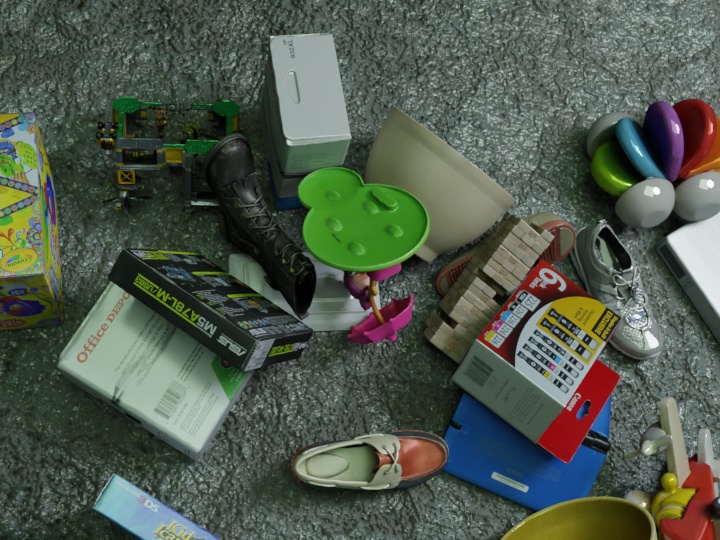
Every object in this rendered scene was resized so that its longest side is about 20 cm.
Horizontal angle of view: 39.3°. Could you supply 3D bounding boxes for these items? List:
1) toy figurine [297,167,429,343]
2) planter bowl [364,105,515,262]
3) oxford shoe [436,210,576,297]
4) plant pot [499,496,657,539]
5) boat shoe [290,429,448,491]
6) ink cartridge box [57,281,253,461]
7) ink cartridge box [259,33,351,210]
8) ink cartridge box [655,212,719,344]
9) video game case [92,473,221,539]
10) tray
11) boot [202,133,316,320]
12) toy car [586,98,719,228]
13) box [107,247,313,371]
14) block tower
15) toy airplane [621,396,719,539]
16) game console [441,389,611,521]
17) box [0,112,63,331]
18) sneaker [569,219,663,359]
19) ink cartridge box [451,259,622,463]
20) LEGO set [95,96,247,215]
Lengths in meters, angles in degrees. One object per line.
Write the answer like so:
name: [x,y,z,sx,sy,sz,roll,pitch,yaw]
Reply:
toy figurine: [0.000,0.000,1.235,0.149,0.186,0.200,-26,46,-20]
planter bowl: [0.082,-0.097,1.304,0.199,0.200,0.135,37,97,4]
oxford shoe: [0.188,-0.021,1.359,0.198,0.071,0.075,-21,33,-6]
plant pot: [0.266,0.380,1.176,0.198,0.200,0.144,-26,103,-17]
boat shoe: [0.014,0.231,1.224,0.197,0.063,0.072,-3,78,-5]
ink cartridge box: [-0.241,0.113,1.219,0.199,0.083,0.148,32,70,1]
ink cartridge box: [-0.074,-0.185,1.286,0.082,0.200,0.147,-7,72,-11]
ink cartridge box: [0.539,0.004,1.412,0.172,0.044,0.201,-27,77,-18]
video game case: [-0.193,0.304,1.110,0.198,0.182,0.046,32,69,2]
tray: [-0.071,0.024,1.312,0.197,0.022,0.109,-1,71,-10]
boot: [-0.110,-0.052,1.219,0.069,0.201,0.174,-32,56,-20]
toy car: [0.416,-0.165,1.377,0.197,0.151,0.177,-7,57,-12]
box: [-0.168,0.042,1.182,0.192,0.200,0.048,30,97,13]
block tower: [0.160,0.017,1.291,0.058,0.054,0.201,36,95,-17]
toy airplane: [0.388,0.278,1.237,0.139,0.199,0.203,-10,61,16]
game console: [0.213,0.197,1.304,0.198,0.118,0.173,23,100,-1]
box: [-0.424,-0.049,1.181,0.120,0.200,0.195,-5,73,-12]
sneaker: [0.344,0.026,1.350,0.074,0.082,0.202,-25,77,-17]
ink cartridge box: [0.240,0.110,1.255,0.175,0.084,0.200,36,44,10]
LEGO set: [-0.241,-0.140,1.312,0.197,0.117,0.155,-4,43,-15]
